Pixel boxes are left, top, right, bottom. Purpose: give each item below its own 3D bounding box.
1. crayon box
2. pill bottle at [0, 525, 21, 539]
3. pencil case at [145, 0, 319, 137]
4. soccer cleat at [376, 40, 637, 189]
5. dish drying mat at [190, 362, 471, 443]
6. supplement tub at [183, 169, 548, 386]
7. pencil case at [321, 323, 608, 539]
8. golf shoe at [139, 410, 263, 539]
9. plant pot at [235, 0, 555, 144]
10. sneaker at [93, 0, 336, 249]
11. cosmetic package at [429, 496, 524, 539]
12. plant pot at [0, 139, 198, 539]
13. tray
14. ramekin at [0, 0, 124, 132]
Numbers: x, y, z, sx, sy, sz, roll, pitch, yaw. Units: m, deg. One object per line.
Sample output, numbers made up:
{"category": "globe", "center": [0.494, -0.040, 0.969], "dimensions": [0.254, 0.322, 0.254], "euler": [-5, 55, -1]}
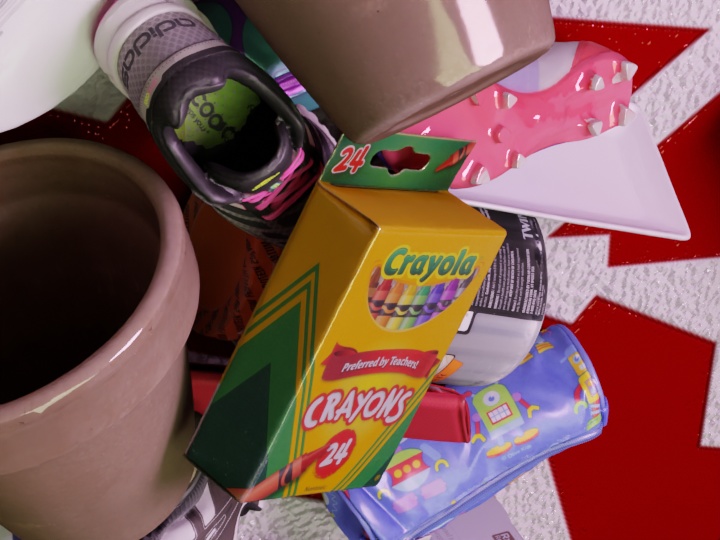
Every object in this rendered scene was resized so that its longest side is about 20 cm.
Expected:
{"category": "crayon box", "center": [-0.001, 0.024, 1.207], "dimensions": [0.127, 0.051, 0.201], "euler": [0, 121, -54]}
{"category": "pill bottle", "center": [-0.215, 0.187, 1.345], "dimensions": [0.199, 0.120, 0.120], "euler": [22, 109, -38]}
{"category": "pencil case", "center": [-0.029, -0.125, 1.248], "dimensions": [0.199, 0.093, 0.085], "euler": [-24, 131, -11]}
{"category": "soccer cleat", "center": [0.073, -0.093, 1.307], "dimensions": [0.199, 0.076, 0.067], "euler": [-18, 116, -38]}
{"category": "dish drying mat", "center": [-0.035, 0.076, 1.348], "dimensions": [0.199, 0.018, 0.077], "euler": [4, 159, 7]}
{"category": "supplement tub", "center": [0.000, 0.000, 1.332], "dimensions": [0.199, 0.123, 0.123], "euler": [8, 118, -32]}
{"category": "pencil case", "center": [0.067, 0.114, 1.470], "dimensions": [0.199, 0.087, 0.078], "euler": [-30, 152, -10]}
{"category": "golf shoe", "center": [-0.112, 0.181, 1.306], "dimensions": [0.094, 0.078, 0.201], "euler": [41, 56, -26]}
{"category": "plant pot", "center": [0.010, -0.163, 1.112], "dimensions": [0.199, 0.200, 0.175], "euler": [-27, 89, -10]}
{"category": "sneaker", "center": [-0.056, -0.059, 1.159], "dimensions": [0.074, 0.088, 0.200], "euler": [-39, 134, 4]}
{"category": "cosmetic package", "center": [0.060, 0.245, 1.551], "dimensions": [0.074, 0.102, 0.201], "euler": [-14, 127, -21]}
{"category": "plant pot", "center": [-0.166, 0.057, 1.228], "dimensions": [0.200, 0.200, 0.175], "euler": [-29, 137, -8]}
{"category": "tray", "center": [0.101, -0.067, 1.360], "dimensions": [0.199, 0.108, 0.022], "euler": [8, 141, -33]}
{"category": "ramekin", "center": [-0.204, -0.161, 1.122], "dimensions": [0.199, 0.098, 0.201], "euler": [-14, 128, -19]}
